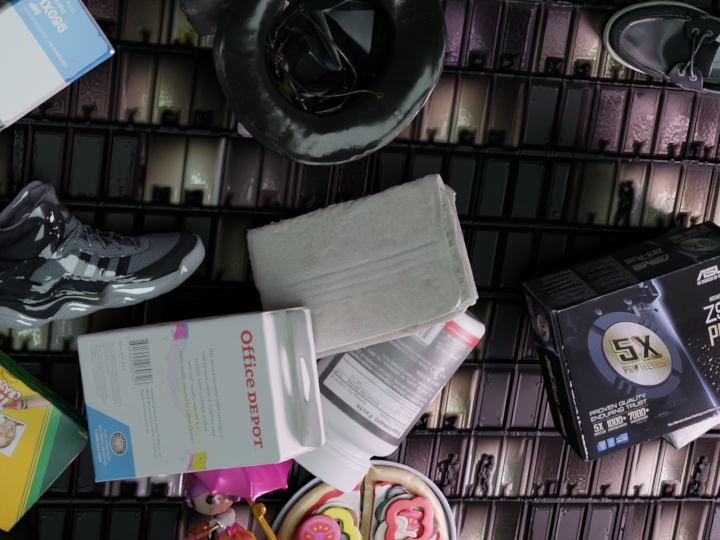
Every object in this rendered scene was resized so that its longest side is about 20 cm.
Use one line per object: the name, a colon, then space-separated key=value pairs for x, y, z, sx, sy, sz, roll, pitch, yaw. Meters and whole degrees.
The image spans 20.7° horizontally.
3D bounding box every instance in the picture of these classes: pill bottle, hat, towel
pill bottle: x=0.014 y=0.098 z=1.828 sx=0.114 sy=0.114 sz=0.200 roll=35 pitch=95 yaw=-25
hat: x=-0.024 y=-0.186 z=1.671 sx=0.200 sy=0.081 sz=0.201 roll=0 pitch=91 yaw=-1
towel: x=0.000 y=0.000 z=1.768 sx=0.199 sy=0.034 sz=0.133 roll=-15 pitch=77 yaw=14

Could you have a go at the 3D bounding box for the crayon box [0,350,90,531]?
crayon box: x=-0.350 y=0.124 z=1.742 sx=0.200 sy=0.058 sz=0.119 roll=42 pitch=91 yaw=-26

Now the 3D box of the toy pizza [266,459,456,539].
toy pizza: x=0.003 y=0.281 z=1.931 sx=0.199 sy=0.032 sz=0.201 roll=-6 pitch=110 yaw=-17

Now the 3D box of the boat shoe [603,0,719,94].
boat shoe: x=0.327 y=-0.203 z=1.858 sx=0.199 sy=0.066 sz=0.075 roll=15 pitch=103 yaw=-23

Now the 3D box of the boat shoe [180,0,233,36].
boat shoe: x=-0.064 y=-0.256 z=1.712 sx=0.199 sy=0.075 sz=0.074 roll=-15 pitch=124 yaw=-6

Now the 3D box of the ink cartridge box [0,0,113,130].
ink cartridge box: x=-0.314 y=-0.166 z=1.600 sx=0.200 sy=0.145 sz=0.084 roll=-36 pitch=114 yaw=-5

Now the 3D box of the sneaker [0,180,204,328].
sneaker: x=-0.239 y=-0.026 z=1.719 sx=0.199 sy=0.076 sz=0.114 roll=-16 pitch=115 yaw=-11

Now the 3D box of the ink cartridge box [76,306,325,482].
ink cartridge box: x=-0.124 y=0.104 z=1.713 sx=0.199 sy=0.125 sz=0.129 roll=-7 pitch=90 yaw=17

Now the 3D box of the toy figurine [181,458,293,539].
toy figurine: x=-0.110 y=0.236 z=1.834 sx=0.150 sy=0.200 sz=0.185 roll=-25 pitch=96 yaw=-47

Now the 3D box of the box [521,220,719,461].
box: x=0.273 y=0.066 z=1.873 sx=0.199 sy=0.086 sz=0.164 roll=-18 pitch=113 yaw=-9

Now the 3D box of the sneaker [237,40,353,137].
sneaker: x=-0.024 y=-0.185 z=1.744 sx=0.200 sy=0.080 sz=0.089 roll=-19 pitch=98 yaw=-14

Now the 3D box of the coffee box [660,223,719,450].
coffee box: x=0.316 y=0.068 z=1.958 sx=0.123 sy=0.044 sz=0.200 roll=-31 pitch=114 yaw=-5
